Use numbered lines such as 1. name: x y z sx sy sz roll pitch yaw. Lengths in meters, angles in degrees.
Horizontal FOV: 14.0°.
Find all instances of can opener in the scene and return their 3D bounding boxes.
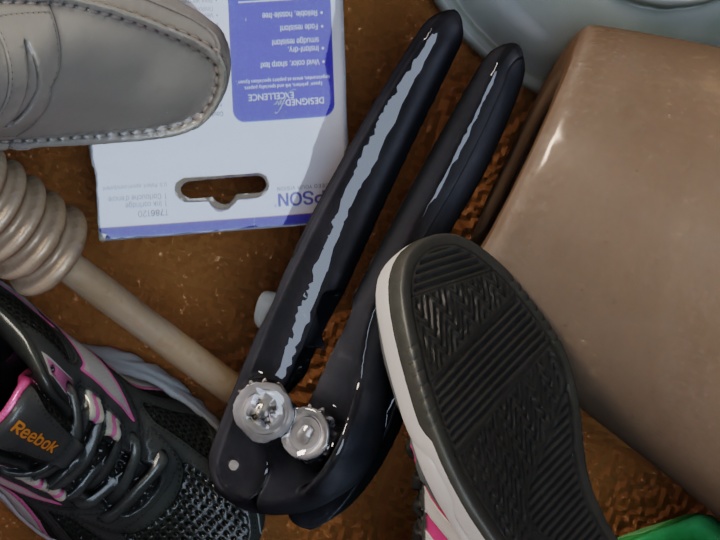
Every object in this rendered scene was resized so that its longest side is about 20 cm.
1. can opener: 0.000 0.000 1.069 0.063 0.079 0.201 22 101 9

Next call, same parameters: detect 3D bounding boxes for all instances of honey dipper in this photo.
1. honey dipper: -0.076 0.024 1.079 0.038 0.038 0.200 -49 123 1

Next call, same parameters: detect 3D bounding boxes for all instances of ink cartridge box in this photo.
1. ink cartridge box: -0.057 -0.115 1.075 0.099 0.039 0.202 -3 101 -11

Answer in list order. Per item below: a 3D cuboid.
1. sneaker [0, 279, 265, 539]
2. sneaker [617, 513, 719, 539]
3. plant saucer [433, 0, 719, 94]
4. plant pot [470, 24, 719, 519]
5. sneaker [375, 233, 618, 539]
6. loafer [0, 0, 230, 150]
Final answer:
1. sneaker: -0.120 0.056 1.071 0.199 0.086 0.081 35 94 -17
2. sneaker: 0.066 0.154 1.126 0.200 0.084 0.074 -38 66 -9
3. plant saucer: 0.113 -0.154 1.098 0.199 0.050 0.202 -3 102 -12
4. plant pot: 0.135 -0.005 1.070 0.174 0.200 0.201 26 95 -2
5. sneaker: 0.034 0.093 1.046 0.083 0.120 0.201 -23 90 -41
6. loafer: -0.135 -0.068 0.988 0.199 0.070 0.070 1 118 -23
